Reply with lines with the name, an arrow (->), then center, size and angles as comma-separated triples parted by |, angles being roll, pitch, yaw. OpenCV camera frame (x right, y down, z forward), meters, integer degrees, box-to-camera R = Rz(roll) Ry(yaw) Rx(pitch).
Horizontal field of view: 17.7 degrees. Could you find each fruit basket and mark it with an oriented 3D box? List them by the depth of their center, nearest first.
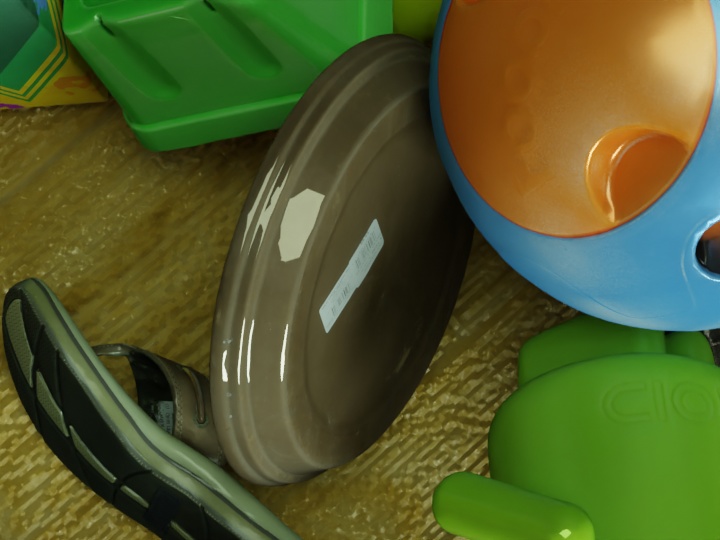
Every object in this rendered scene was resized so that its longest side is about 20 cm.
fruit basket -> -0.029, -0.154, 1.046 | 0.155, 0.215, 0.216 | -9, 77, 28

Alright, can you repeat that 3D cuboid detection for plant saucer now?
plant saucer -> 0.000, 0.000, 0.979 | 0.029, 0.200, 0.201 | 19, 75, 24

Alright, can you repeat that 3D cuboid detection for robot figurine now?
robot figurine -> 0.115, 0.115, 0.962 | 0.115, 0.175, 0.201 | -23, 56, 29

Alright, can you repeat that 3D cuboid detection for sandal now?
sandal -> -0.082, 0.078, 1.022 | 0.201, 0.080, 0.057 | 43, 60, -3

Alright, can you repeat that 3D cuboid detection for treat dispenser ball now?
treat dispenser ball -> 0.128, -0.076, 0.925 | 0.200, 0.201, 0.202 | 1, 78, -6

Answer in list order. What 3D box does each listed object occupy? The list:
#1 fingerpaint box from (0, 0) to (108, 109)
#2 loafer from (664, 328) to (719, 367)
fingerpaint box -> -0.161, -0.188, 1.010 | 0.073, 0.167, 0.201 | -3, 78, 7
loafer -> 0.153, 0.031, 1.049 | 0.071, 0.073, 0.200 | -29, 82, -10
